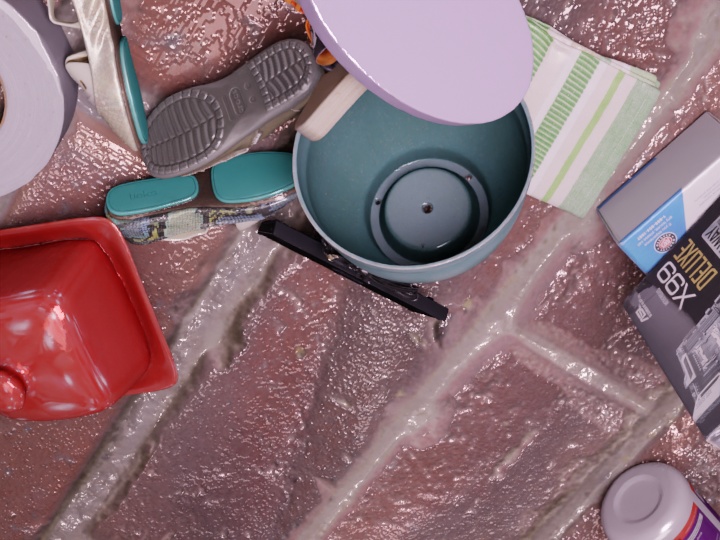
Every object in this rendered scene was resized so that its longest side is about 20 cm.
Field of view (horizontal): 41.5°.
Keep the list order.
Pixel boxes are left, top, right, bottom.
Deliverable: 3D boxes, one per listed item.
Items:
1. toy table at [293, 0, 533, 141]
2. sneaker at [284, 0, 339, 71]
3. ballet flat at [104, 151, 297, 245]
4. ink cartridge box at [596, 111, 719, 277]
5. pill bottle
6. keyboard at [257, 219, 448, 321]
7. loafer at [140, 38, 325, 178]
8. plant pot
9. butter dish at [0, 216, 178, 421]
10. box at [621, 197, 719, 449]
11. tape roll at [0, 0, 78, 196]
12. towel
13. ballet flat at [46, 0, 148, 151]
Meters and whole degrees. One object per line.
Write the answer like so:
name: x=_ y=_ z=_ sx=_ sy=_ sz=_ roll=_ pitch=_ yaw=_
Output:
toy table: x=0.019 y=-0.182 z=0.684 sx=0.200 sy=0.117 sz=0.184 roll=45 pitch=75 yaw=-21
sneaker: x=-0.050 y=-0.225 z=0.758 sx=0.197 sy=0.078 sz=0.114 roll=5 pitch=80 yaw=-4
ballet flat: x=-0.138 y=-0.064 z=0.896 sx=0.197 sy=0.075 sz=0.075 roll=-8 pitch=118 yaw=1
ink cartridge box: x=0.356 y=-0.029 z=0.935 sx=0.200 sy=0.084 sz=0.145 roll=40 pitch=108 yaw=-22
pill bottle: x=0.375 y=0.322 z=1.106 sx=0.112 sy=0.113 sz=0.200 roll=-38 pitch=114 yaw=15
keyboard: x=0.000 y=0.000 z=0.902 sx=0.198 sy=0.127 sz=0.021 roll=26 pitch=85 yaw=-22
loafer: x=-0.109 y=-0.133 z=0.845 sx=0.198 sy=0.069 sz=0.076 roll=-21 pitch=76 yaw=23
plant pot: x=0.052 y=-0.073 z=0.824 sx=0.198 sy=0.203 sz=0.134 roll=-17 pitch=158 yaw=4
butter dish: x=-0.301 y=0.072 z=0.883 sx=0.197 sy=0.148 sz=0.202 roll=-6 pitch=119 yaw=18
box: x=0.322 y=0.036 z=0.806 sx=0.049 sy=0.201 sz=0.158 roll=29 pitch=114 yaw=-22
tape roll: x=-0.350 y=-0.161 z=0.819 sx=0.197 sy=0.066 sz=0.203 roll=-2 pitch=118 yaw=-3
towel: x=0.165 y=-0.150 z=0.892 sx=0.198 sy=0.023 sz=0.154 roll=21 pitch=115 yaw=-17
ballet flat: x=-0.228 y=-0.200 z=0.811 sx=0.061 sy=0.068 sz=0.203 roll=-8 pitch=109 yaw=-2
